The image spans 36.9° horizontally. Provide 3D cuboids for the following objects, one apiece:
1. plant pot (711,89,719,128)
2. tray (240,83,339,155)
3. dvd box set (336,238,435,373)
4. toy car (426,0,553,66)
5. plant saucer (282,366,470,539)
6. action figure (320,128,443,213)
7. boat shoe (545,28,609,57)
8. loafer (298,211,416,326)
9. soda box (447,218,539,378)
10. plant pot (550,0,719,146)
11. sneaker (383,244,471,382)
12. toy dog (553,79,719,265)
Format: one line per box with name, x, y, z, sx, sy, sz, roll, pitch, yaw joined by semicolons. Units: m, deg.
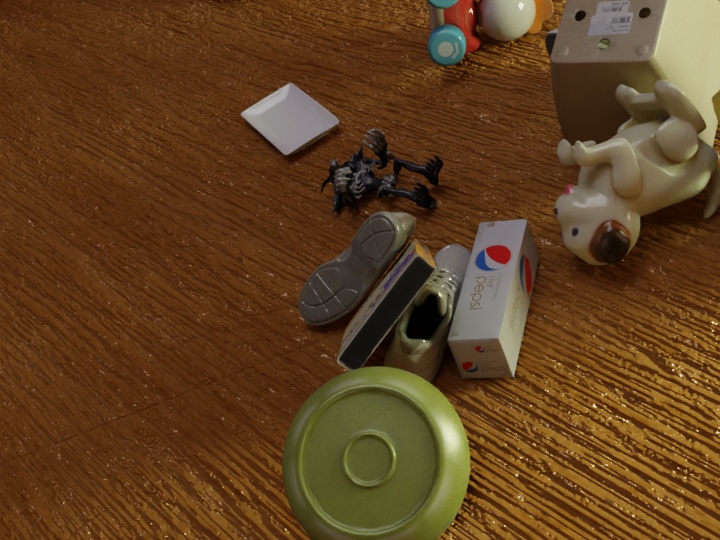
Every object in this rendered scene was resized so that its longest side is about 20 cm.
plant pot;0.503;-0.142;1.189;0.176;0.200;0.200;-22;36;23
tray;-0.116;-0.246;1.785;0.107;0.022;0.200;-32;38;-10
dvd box set;0.030;0.036;1.235;0.147;0.029;0.200;-53;2;6
toy car;0.206;-0.433;1.721;0.199;0.178;0.185;-3;29;8
plant saucer;0.011;0.194;1.099;0.199;0.031;0.201;-4;73;13
action figure;0.015;-0.139;1.521;0.199;0.102;0.119;8;60;34
boat shoe;0.360;-0.314;1.561;0.201;0.075;0.065;22;51;39
loafer;0.000;0.000;1.351;0.063;0.072;0.200;-14;-26;-52
soda box;0.159;0.031;1.264;0.063;0.068;0.200;-5;42;24
plant pot;0.350;-0.280;1.383;0.199;0.177;0.201;7;70;35
sneaker;0.092;0.038;1.257;0.078;0.100;0.200;19;55;9
toy dog;0.312;-0.098;1.273;0.200;0.194;0.140;-47;23;-3
